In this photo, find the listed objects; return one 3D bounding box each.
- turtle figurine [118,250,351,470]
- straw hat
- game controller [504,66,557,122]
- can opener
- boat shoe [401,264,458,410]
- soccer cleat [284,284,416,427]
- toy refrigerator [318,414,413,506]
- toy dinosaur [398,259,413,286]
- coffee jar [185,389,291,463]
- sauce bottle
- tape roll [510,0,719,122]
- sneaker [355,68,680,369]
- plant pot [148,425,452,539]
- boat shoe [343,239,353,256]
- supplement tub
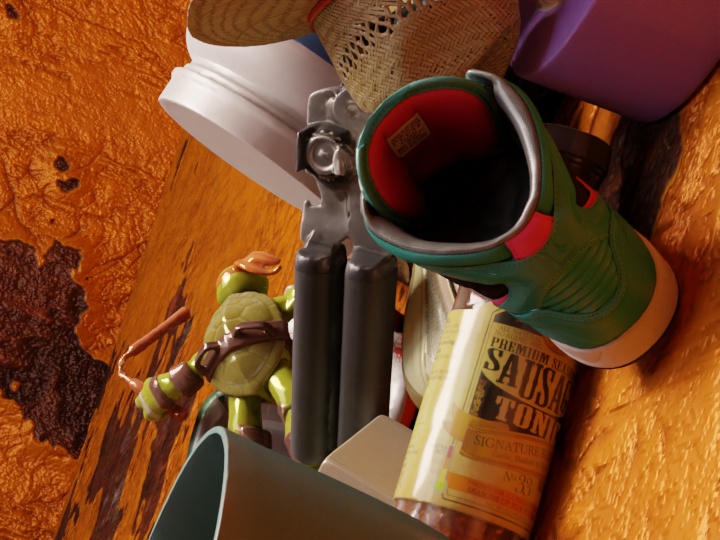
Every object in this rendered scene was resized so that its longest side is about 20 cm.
[{"bbox_3d":[-0.047,0.049,1.160,0.200,0.064,0.162,-27,55,14],"label":"turtle figurine"},{"bbox_3d":[0.027,-0.115,0.967,0.085,0.201,0.201,67,156,12],"label":"straw hat"},{"bbox_3d":[0.082,-0.078,1.168,0.104,0.042,0.200,-59,-7,-68],"label":"game controller"},{"bbox_3d":[0.000,0.000,1.062,0.067,0.053,0.201,-37,-46,-59],"label":"can opener"},{"bbox_3d":[0.058,-0.025,1.059,0.063,0.073,0.201,-29,51,52],"label":"boat shoe"},{"bbox_3d":[-0.006,0.052,1.228,0.200,0.085,0.069,-111,42,-74],"label":"soccer cleat"},{"bbox_3d":[-0.017,0.176,1.043,0.076,0.070,0.200,-32,-31,-63],"label":"toy refrigerator"},{"bbox_3d":[0.025,-0.094,1.248,0.060,0.106,0.201,-21,86,47],"label":"toy dinosaur"},{"bbox_3d":[-0.065,0.133,1.296,0.200,0.085,0.105,108,171,-76],"label":"coffee jar"},{"bbox_3d":[0.067,0.033,0.953,0.066,0.066,0.201,153,133,-75],"label":"sauce bottle"},{"bbox_3d":[0.136,-0.171,0.969,0.200,0.065,0.201,-161,90,-79],"label":"tape roll"},{"bbox_3d":[0.035,-0.038,0.890,0.084,0.121,0.200,-52,40,-3],"label":"sneaker"},{"bbox_3d":[-0.013,0.181,0.835,0.201,0.161,0.201,-161,90,-80],"label":"plant pot"},{"bbox_3d":[0.004,-0.034,1.322,0.200,0.069,0.071,-74,-21,-81],"label":"boat shoe"},{"bbox_3d":[-0.004,-0.140,1.158,0.200,0.144,0.145,-57,9,-6],"label":"supplement tub"}]
